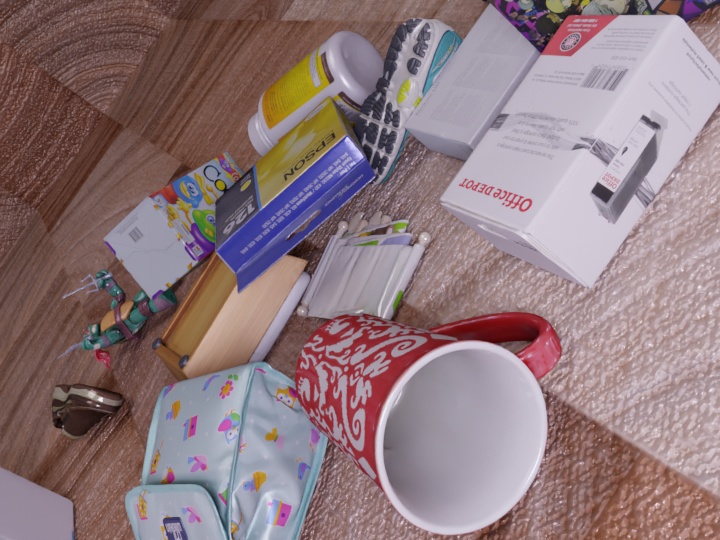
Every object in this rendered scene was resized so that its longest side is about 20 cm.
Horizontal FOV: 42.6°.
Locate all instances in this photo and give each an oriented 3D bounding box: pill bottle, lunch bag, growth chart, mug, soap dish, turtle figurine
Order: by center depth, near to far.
[{"bbox_3d":[0.051,0.101,0.719,0.200,0.176,0.135,-165,72,-65],"label":"mug"},{"bbox_3d":[-0.128,0.201,0.855,0.170,0.122,0.201,-17,53,46],"label":"lunch bag"},{"bbox_3d":[0.000,0.000,0.985,0.200,0.018,0.145,9,66,60],"label":"growth chart"},{"bbox_3d":[-0.159,0.054,1.105,0.201,0.081,0.157,-59,28,-8],"label":"soap dish"},{"bbox_3d":[-0.061,-0.221,1.227,0.199,0.109,0.110,-29,37,39],"label":"pill bottle"},{"bbox_3d":[-0.368,0.063,1.405,0.199,0.101,0.150,-30,48,12],"label":"turtle figurine"}]

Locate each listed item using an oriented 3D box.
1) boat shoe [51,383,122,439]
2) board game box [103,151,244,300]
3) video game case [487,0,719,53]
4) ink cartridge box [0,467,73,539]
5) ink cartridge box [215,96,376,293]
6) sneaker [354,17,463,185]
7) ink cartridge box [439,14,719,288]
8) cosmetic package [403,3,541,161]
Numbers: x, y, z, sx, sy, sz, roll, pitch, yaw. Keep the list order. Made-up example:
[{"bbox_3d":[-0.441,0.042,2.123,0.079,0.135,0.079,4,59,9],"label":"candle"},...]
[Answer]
[{"bbox_3d":[-0.399,0.208,1.335,0.202,0.074,0.075,-14,61,59],"label":"boat shoe"},{"bbox_3d":[-0.226,-0.063,1.233,0.105,0.103,0.200,-35,6,32],"label":"board game box"},{"bbox_3d":[0.195,-0.265,0.778,0.181,0.200,0.036,-27,39,40],"label":"video game case"},{"bbox_3d":[-0.483,0.383,1.176,0.200,0.146,0.147,-51,27,6],"label":"ink cartridge box"},{"bbox_3d":[-0.083,-0.092,1.041,0.197,0.047,0.200,-40,24,10],"label":"ink cartridge box"},{"bbox_3d":[0.056,-0.183,1.044,0.078,0.079,0.201,48,121,40],"label":"sneaker"},{"bbox_3d":[0.177,-0.102,0.750,0.201,0.083,0.147,-55,27,-1],"label":"ink cartridge box"},{"bbox_3d":[0.147,-0.207,0.948,0.201,0.052,0.151,-54,29,0],"label":"cosmetic package"}]
